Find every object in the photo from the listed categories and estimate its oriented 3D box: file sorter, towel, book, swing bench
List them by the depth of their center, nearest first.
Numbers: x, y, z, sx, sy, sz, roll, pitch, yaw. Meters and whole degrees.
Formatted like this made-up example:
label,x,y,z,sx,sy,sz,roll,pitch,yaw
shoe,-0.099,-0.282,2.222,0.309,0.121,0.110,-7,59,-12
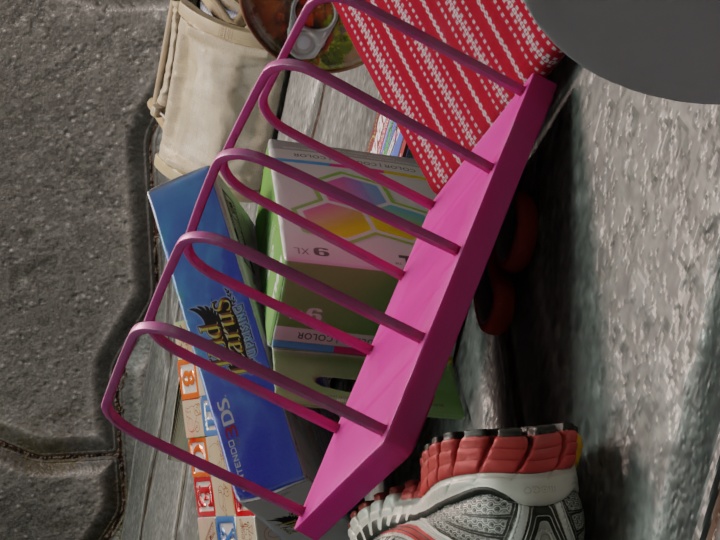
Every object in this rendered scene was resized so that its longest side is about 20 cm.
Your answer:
label,x,y,z,sx,sy,sz,roll,pitch,yaw
file sorter,-0.019,-0.006,0.771,0.200,0.125,0.139,-66,6,-29
towel,0.046,-0.138,0.821,0.145,0.022,0.200,63,154,14
swing bench,-0.156,-0.211,1.826,0.200,0.129,0.199,-101,21,-57
book,-0.210,0.138,2.123,0.200,0.048,0.134,108,168,-53

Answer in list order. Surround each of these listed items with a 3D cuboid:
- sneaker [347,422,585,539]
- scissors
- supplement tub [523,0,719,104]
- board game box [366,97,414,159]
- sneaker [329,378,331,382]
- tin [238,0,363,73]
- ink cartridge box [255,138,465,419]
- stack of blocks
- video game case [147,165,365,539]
label,x,y,z,sx,sy,sz,roll,pitch,yaw
sneaker,0.042,0.128,0.705,0.200,0.078,0.082,112,153,-67
scissors,0.065,-0.052,0.864,0.200,0.014,0.073,-96,17,-49
supplement tub,0.093,-0.158,0.434,0.145,0.145,0.200,111,162,-53
board game box,0.019,-0.064,1.101,0.103,0.019,0.200,-93,15,-49
sneaker,-0.054,0.075,1.294,0.081,0.074,0.200,-84,16,-45
tin,-0.008,-0.226,1.079,0.042,0.112,0.200,-70,1,-68
ink cartridge box,0.000,0.000,0.932,0.200,0.104,0.059,-101,21,-60
stack of blocks,-0.069,0.126,1.171,0.115,0.058,0.200,-14,82,56
video game case,-0.055,0.064,0.996,0.181,0.045,0.200,56,-166,-64
